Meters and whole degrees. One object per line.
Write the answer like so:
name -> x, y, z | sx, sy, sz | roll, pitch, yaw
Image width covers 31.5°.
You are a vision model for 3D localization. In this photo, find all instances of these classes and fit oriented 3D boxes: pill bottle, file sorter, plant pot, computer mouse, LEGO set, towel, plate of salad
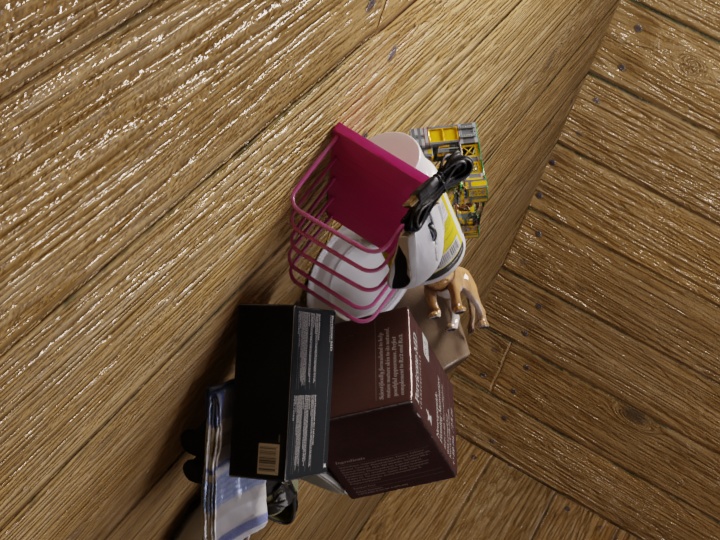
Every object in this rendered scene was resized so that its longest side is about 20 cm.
pill bottle -> 0.061, -0.081, 1.663 | 0.115, 0.114, 0.200 | -57, 145, -23
file sorter -> -0.008, -0.046, 1.518 | 0.126, 0.139, 0.200 | -53, 167, -24
plant pot -> 0.078, 0.085, 1.946 | 0.200, 0.175, 0.200 | -33, 170, -6
computer mouse -> 0.075, -0.039, 1.434 | 0.110, 0.044, 0.200 | -50, 164, -30
LEGO set -> 0.116, -0.127, 1.883 | 0.200, 0.115, 0.155 | 95, -11, -76
towel -> -0.145, 0.227, 1.522 | 0.147, 0.024, 0.201 | -11, 104, -66
plate of salad -> 0.000, 0.000, 1.789 | 0.199, 0.048, 0.201 | -23, 130, -30

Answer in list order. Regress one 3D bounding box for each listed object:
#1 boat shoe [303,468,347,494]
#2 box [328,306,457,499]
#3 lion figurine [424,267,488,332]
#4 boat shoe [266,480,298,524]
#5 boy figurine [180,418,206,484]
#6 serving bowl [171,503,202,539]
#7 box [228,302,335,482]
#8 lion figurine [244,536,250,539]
boat shoe -> -0.073, 0.259, 1.795 | 0.200, 0.074, 0.061 | 41, 61, -42
box -> 0.026, 0.187, 1.771 | 0.200, 0.163, 0.167 | 60, 22, -45
lion figurine -> 0.129, 0.016, 1.841 | 0.200, 0.072, 0.123 | 48, 30, -67
boat shoe -> -0.121, 0.302, 1.738 | 0.071, 0.066, 0.201 | -18, 156, 4
boy figurine -> -0.153, 0.202, 1.606 | 0.200, 0.064, 0.125 | -31, 123, -61
serving bowl -> -0.223, 0.385, 1.782 | 0.201, 0.066, 0.200 | -58, 169, -18
box -> -0.091, 0.143, 1.515 | 0.141, 0.078, 0.201 | 13, 79, -69
lion figurine -> -0.165, 0.340, 1.929 | 0.200, 0.072, 0.123 | -49, -145, 14
